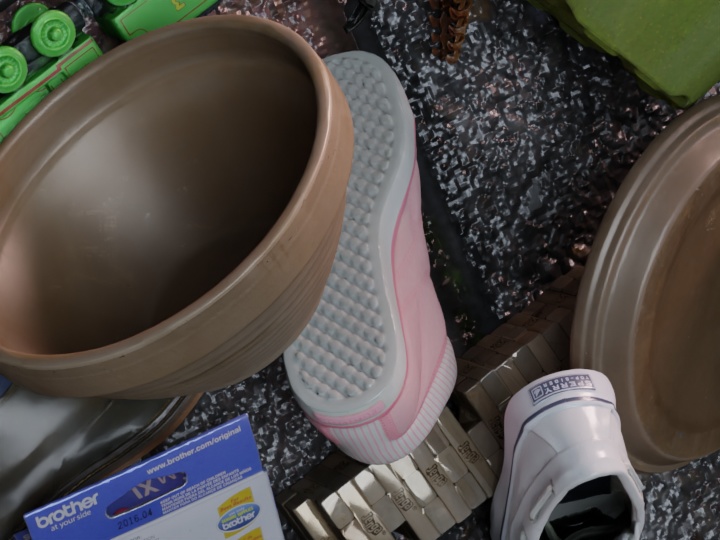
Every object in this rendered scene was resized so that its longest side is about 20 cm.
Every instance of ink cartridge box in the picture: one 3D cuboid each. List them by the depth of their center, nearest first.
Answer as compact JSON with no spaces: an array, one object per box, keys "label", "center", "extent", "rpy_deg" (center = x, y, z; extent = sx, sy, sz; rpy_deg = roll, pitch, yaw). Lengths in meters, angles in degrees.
[{"label":"ink cartridge box","center":[-0.090,0.161,1.307],"extent":[0.119,0.042,0.200],"rpy_deg":[-23,127,-16]}]

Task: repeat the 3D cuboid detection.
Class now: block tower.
[{"label":"block tower","center":[0.057,0.079,1.382],"extent":[0.200,0.054,0.058],"rpy_deg":[-38,106,-12]}]

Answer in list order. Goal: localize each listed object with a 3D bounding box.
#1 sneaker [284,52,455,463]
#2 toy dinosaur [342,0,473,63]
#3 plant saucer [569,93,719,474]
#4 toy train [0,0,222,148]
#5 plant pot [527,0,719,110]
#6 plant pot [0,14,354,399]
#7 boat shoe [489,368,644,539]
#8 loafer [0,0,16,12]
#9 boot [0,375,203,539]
[{"label":"sneaker","center":[0.000,0.000,1.338],"extent":[0.075,0.105,0.200],"rpy_deg":[-9,61,13]},{"label":"toy dinosaur","center":[0.026,-0.184,1.316],"extent":[0.136,0.102,0.200],"rpy_deg":[-34,111,-23]},{"label":"plant saucer","center":[0.175,0.010,1.375],"extent":[0.200,0.029,0.200],"rpy_deg":[-27,126,-43]},{"label":"toy train","center":[-0.149,-0.095,1.307],"extent":[0.200,0.042,0.056],"rpy_deg":[-39,115,-13]},{"label":"plant pot","center":[0.167,-0.187,1.347],"extent":[0.200,0.200,0.190],"rpy_deg":[36,95,-18]},{"label":"plant pot","center":[-0.080,-0.012,1.240],"extent":[0.201,0.201,0.093],"rpy_deg":[-48,131,-10]},{"label":"boat shoe","center":[0.102,0.125,1.336],"extent":[0.074,0.200,0.065],"rpy_deg":[-17,57,0]},{"label":"loafer","center":[-0.178,-0.155,1.272],"extent":[0.200,0.073,0.071],"rpy_deg":[-40,107,-12]},{"label":"boot","center":[-0.140,0.052,1.301],"extent":[0.097,0.075,0.200],"rpy_deg":[42,82,-20]}]
